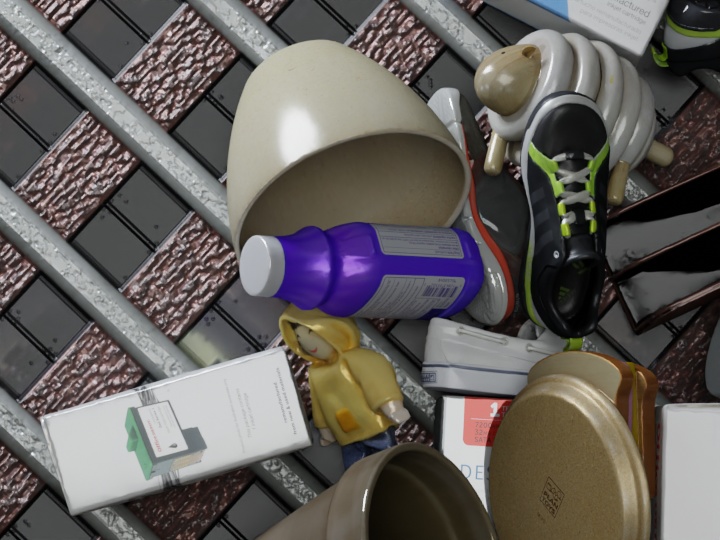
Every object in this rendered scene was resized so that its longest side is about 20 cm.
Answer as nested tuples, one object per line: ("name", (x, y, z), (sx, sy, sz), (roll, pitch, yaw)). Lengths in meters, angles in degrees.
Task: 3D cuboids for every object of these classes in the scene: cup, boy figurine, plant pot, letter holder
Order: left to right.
("cup", (-0.028, -0.100, 1.702), (0.199, 0.201, 0.144), (-21, 58, -3))
("plant pot", (-0.006, 0.249, 1.608), (0.172, 0.199, 0.202), (-20, 84, 32))
("boy figurine", (-0.004, 0.109, 1.700), (0.064, 0.124, 0.202), (-24, 97, -33))
("letter holder", (0.301, -0.038, 1.707), (0.198, 0.142, 0.101), (-24, 85, -3))

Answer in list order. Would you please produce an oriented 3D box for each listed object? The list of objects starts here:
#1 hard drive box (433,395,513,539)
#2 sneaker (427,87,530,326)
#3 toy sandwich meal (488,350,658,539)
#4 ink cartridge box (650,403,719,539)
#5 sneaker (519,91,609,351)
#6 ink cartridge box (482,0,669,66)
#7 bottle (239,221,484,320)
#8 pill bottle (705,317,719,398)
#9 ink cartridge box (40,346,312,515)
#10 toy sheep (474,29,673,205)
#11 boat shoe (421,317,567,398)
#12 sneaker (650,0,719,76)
("hard drive box", (0.133, 0.207, 1.714), (0.154, 0.077, 0.202), (2, 84, -1))
("sneaker", (0.106, -0.056, 1.755), (0.081, 0.077, 0.202), (-12, 85, -29))
("toy sandwich meal", (0.172, 0.163, 1.611), (0.070, 0.205, 0.207), (-5, 83, -34))
("ink cartridge box", (0.260, 0.179, 1.656), (0.083, 0.200, 0.148), (2, 84, -1))
("sneaker", (0.169, -0.036, 1.630), (0.071, 0.083, 0.202), (-8, 112, -16))
("ink cartridge box", (0.209, -0.290, 1.761), (0.144, 0.084, 0.201), (26, 84, 2))
("bottle", (0.000, 0.000, 1.667), (0.198, 0.084, 0.066), (2, 60, -33))
("pill bottle", (0.387, 0.086, 1.695), (0.198, 0.114, 0.115), (19, 84, -9))
("ink cartridge box", (-0.143, 0.128, 1.684), (0.198, 0.146, 0.085), (-17, 86, -2))
("toy sheep", (0.175, -0.124, 1.722), (0.199, 0.138, 0.139), (25, 83, -31))
("boat shoe", (0.145, 0.072, 1.709), (0.198, 0.073, 0.066), (6, 84, -25))
("sneaker", (0.340, -0.192, 1.773), (0.198, 0.072, 0.083), (4, 124, -10))
